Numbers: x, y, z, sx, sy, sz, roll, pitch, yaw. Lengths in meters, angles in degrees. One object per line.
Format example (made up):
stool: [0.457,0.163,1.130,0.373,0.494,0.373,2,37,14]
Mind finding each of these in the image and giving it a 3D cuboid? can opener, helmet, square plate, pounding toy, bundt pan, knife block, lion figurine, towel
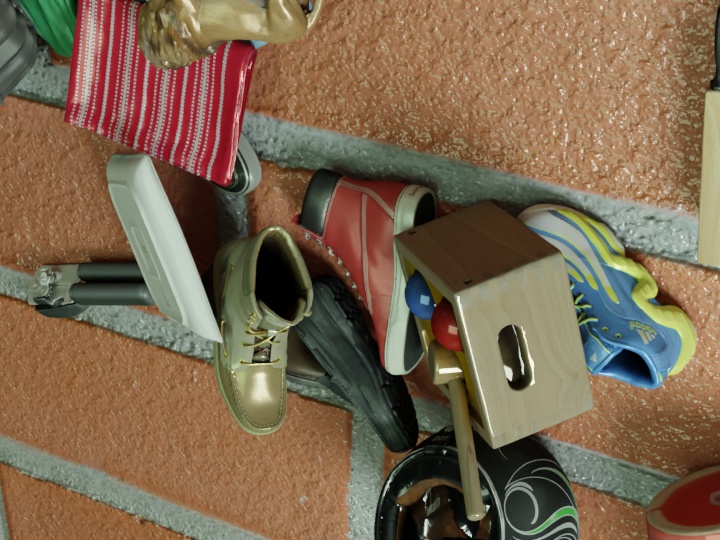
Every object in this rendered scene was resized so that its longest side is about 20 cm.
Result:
can opener: [-0.304,0.019,1.470,0.200,0.053,0.066,-4,151,34]
helmet: [0.123,0.251,1.261,0.200,0.191,0.201,-6,80,34]
square plate: [-0.209,-0.024,1.308,0.200,0.028,0.199,14,125,69]
pounding toy: [0.108,0.075,1.134,0.184,0.142,0.200,-133,25,-64]
bundt pan: [-0.398,-0.267,1.274,0.202,0.076,0.202,47,172,9]
knife block: [0.299,-0.123,1.006,0.176,0.064,0.200,47,131,-2]
lion figurine: [-0.107,-0.229,1.119,0.199,0.073,0.123,6,125,15]
towel: [-0.195,-0.176,1.221,0.200,0.022,0.145,22,116,18]

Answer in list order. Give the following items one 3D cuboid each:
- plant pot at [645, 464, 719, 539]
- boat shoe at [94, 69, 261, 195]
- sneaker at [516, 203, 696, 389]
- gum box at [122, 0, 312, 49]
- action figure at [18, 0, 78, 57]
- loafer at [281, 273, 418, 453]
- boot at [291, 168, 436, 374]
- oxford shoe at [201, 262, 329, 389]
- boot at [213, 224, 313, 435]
plant pot: [0.353,0.281,1.157,0.200,0.200,0.178,-14,101,36]
boat shoe: [-0.190,-0.140,1.284,0.200,0.064,0.071,40,130,3]
sneaker: [0.208,0.026,1.125,0.200,0.105,0.076,39,130,4]
gum box: [-0.160,-0.288,1.188,0.170,0.045,0.200,-18,107,37]
action figure: [-0.311,-0.284,1.274,0.118,0.055,0.200,-11,119,34]
loafer: [-0.010,0.100,1.295,0.070,0.068,0.201,-31,90,21]
boot: [0.000,0.000,1.260,0.144,0.072,0.200,12,118,26]
oxford shoe: [-0.085,0.056,1.342,0.200,0.073,0.085,31,122,8]
boot: [-0.092,0.061,1.235,0.155,0.072,0.201,165,99,-69]
